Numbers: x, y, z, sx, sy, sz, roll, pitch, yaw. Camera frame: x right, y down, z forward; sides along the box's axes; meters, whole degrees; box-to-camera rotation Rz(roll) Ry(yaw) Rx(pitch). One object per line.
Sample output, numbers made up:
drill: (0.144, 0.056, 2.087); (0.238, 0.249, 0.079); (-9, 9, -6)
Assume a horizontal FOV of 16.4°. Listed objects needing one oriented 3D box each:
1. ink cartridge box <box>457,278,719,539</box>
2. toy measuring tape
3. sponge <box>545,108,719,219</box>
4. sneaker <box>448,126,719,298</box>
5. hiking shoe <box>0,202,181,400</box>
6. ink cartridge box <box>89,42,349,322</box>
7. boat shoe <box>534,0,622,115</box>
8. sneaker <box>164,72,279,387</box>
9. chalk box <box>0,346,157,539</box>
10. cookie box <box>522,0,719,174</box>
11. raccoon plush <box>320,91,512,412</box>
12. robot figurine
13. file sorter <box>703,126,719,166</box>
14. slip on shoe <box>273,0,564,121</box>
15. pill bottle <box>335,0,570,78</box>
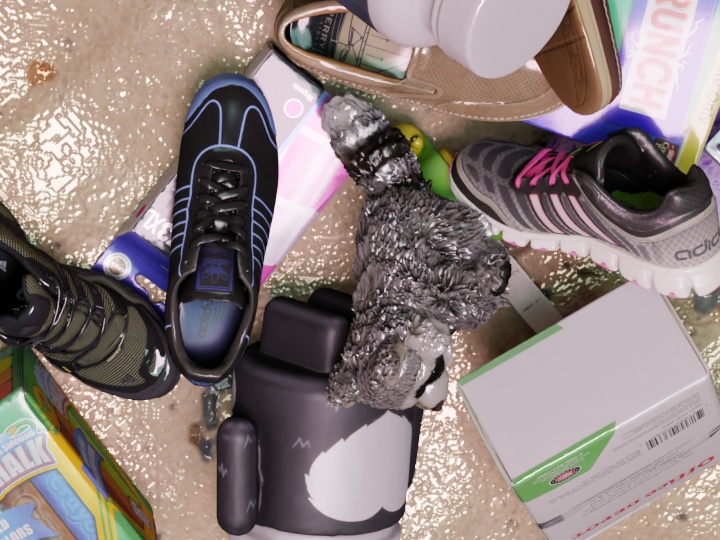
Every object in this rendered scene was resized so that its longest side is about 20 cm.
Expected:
ink cartridge box: (0.157, 0.098, 1.643); (0.146, 0.200, 0.084); (-30, 68, 1)
toy measuring tape: (0.083, -0.017, 1.672); (0.073, 0.074, 0.200); (-38, 105, 3)
sponge: (0.228, -0.065, 1.698); (0.200, 0.030, 0.112); (29, 98, -13)
sneaker: (0.143, -0.055, 1.567); (0.074, 0.199, 0.088); (-41, 141, -36)
hiking shoe: (-0.205, 0.031, 1.627); (0.200, 0.101, 0.076); (35, 108, -12)
ink cartridge box: (-0.085, -0.044, 1.663); (0.095, 0.037, 0.200); (37, 99, -14)
boat shoe: (0.133, -0.196, 1.535); (0.072, 0.072, 0.201); (-13, 80, -24)
sneaker: (-0.087, -0.024, 1.605); (0.070, 0.078, 0.201); (4, 98, -6)
chalk box: (-0.238, 0.134, 1.641); (0.124, 0.125, 0.200); (-34, 107, 2)
cookie box: (0.150, -0.171, 1.615); (0.199, 0.075, 0.172); (20, 102, 3)
raccoon plush: (0.000, 0.000, 1.591); (0.134, 0.097, 0.200); (-33, 73, -37)
robot figurine: (-0.026, 0.117, 1.663); (0.150, 0.125, 0.201); (3, 104, -8)
file sorter: (0.344, -0.062, 1.590); (0.200, 0.125, 0.139); (42, 91, -2)
slip on shoe: (0.043, -0.138, 1.566); (0.199, 0.061, 0.076); (15, 102, 6)
pill bottle: (0.027, -0.204, 1.502); (0.200, 0.119, 0.120); (39, 100, 30)
